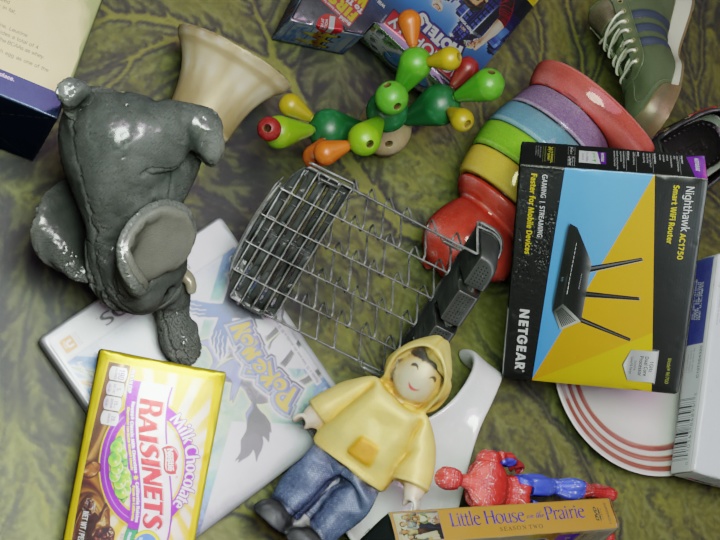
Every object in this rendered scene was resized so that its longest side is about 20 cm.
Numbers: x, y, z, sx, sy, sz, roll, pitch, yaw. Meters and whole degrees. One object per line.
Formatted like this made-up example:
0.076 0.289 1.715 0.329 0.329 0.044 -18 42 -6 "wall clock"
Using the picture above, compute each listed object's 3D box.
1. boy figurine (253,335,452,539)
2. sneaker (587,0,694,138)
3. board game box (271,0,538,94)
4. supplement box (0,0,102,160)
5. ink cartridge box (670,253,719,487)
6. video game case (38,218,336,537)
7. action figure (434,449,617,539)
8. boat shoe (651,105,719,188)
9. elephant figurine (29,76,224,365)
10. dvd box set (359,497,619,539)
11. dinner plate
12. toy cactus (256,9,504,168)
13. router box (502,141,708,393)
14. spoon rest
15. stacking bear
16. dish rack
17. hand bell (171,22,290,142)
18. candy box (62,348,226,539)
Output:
0.010 0.138 1.381 0.124 0.064 0.200 42 89 11 "boy figurine"
0.237 -0.201 1.545 0.090 0.067 0.201 30 44 -10 "sneaker"
0.029 -0.240 1.507 0.200 0.062 0.200 42 70 -7 "board game box"
-0.302 -0.225 1.349 0.199 0.134 0.201 21 74 -14 "supplement box"
0.376 0.106 1.549 0.199 0.043 0.197 17 73 -22 "ink cartridge box"
-0.129 0.088 1.408 0.182 0.022 0.200 -35 92 -22 "video game case"
0.133 0.186 1.431 0.199 0.052 0.066 21 74 -43 "action figure"
0.263 -0.085 1.559 0.201 0.063 0.074 -33 94 -20 "boat shoe"
-0.172 -0.030 1.314 0.154 0.141 0.201 9 90 -15 "elephant figurine"
0.084 0.225 1.378 0.199 0.146 0.030 0 59 -26 "dvd box set"
0.256 0.082 1.543 0.199 0.024 0.201 4 78 -18 "dinner plate"
0.014 -0.131 1.426 0.199 0.165 0.103 -23 82 -4 "toy cactus"
0.196 -0.002 1.419 0.148 0.051 0.201 4 120 5 "router box"
0.056 0.150 1.440 0.099 0.061 0.200 37 69 -9 "spoon rest"
0.132 -0.070 1.486 0.200 0.121 0.114 -50 119 -10 "stacking bear"
0.000 0.000 1.404 0.199 0.055 0.154 26 114 -14 "dish rack"
-0.148 -0.087 1.417 0.104 0.104 0.201 28 85 -12 "hand bell"
-0.171 0.168 1.354 0.102 0.026 0.201 11 85 -11 "candy box"
